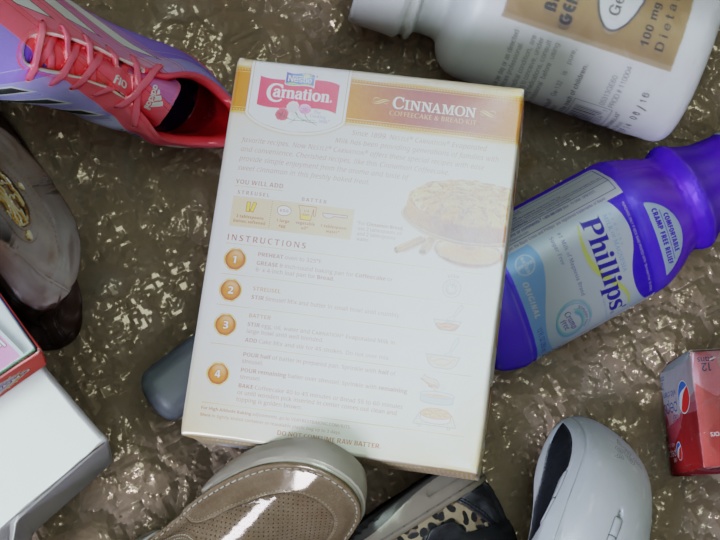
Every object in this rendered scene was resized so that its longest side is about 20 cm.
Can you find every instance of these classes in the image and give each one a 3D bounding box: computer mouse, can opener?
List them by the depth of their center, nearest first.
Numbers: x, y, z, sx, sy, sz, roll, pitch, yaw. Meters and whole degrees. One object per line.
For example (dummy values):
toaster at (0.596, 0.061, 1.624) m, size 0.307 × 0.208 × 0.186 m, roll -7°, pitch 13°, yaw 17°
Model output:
computer mouse at (0.121, 0.159, 0.854) m, size 0.109 × 0.044 × 0.200 m, roll 30°, pitch 52°, yaw -17°
can opener at (-0.033, 0.024, 0.899) m, size 0.200 × 0.053 × 0.067 m, roll -33°, pitch 85°, yaw -11°

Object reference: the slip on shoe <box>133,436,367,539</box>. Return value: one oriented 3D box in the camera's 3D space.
slip on shoe at (-0.076, 0.153, 0.808) m, size 0.076 × 0.200 × 0.061 m, roll 45°, pitch 33°, yaw -25°

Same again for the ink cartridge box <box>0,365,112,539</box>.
ink cartridge box at (-0.225, 0.081, 0.828) m, size 0.125 × 0.129 × 0.200 m, roll -41°, pitch 86°, yaw -13°

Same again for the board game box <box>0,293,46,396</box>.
board game box at (-0.270, 0.005, 0.752) m, size 0.153 × 0.040 × 0.200 m, roll -35°, pitch 84°, yaw -12°

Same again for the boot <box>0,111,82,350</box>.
boot at (-0.196, -0.051, 0.819) m, size 0.064 × 0.200 × 0.187 m, roll -31°, pitch 84°, yaw -11°

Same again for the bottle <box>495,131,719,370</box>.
bottle at (0.145, -0.019, 0.915) m, size 0.200 × 0.065 × 0.084 m, roll -27°, pitch 116°, yaw -11°

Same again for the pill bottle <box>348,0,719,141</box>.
pill bottle at (0.100, -0.158, 0.916) m, size 0.199 × 0.114 × 0.115 m, roll 17°, pitch 78°, yaw -3°

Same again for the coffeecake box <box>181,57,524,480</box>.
coffeecake box at (0.000, 0.000, 0.833) m, size 0.153 × 0.073 × 0.201 m, roll 7°, pitch 81°, yaw 6°

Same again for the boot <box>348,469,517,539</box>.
boot at (0.024, 0.214, 0.862) m, size 0.200 × 0.073 × 0.151 m, roll -36°, pitch 85°, yaw -17°

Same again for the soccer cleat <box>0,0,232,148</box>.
soccer cleat at (-0.143, -0.106, 0.846) m, size 0.076 × 0.200 × 0.067 m, roll 25°, pitch 96°, yaw 37°

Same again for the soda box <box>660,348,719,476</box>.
soda box at (0.281, 0.078, 0.918) m, size 0.199 × 0.063 × 0.070 m, roll -3°, pitch 79°, yaw -6°
